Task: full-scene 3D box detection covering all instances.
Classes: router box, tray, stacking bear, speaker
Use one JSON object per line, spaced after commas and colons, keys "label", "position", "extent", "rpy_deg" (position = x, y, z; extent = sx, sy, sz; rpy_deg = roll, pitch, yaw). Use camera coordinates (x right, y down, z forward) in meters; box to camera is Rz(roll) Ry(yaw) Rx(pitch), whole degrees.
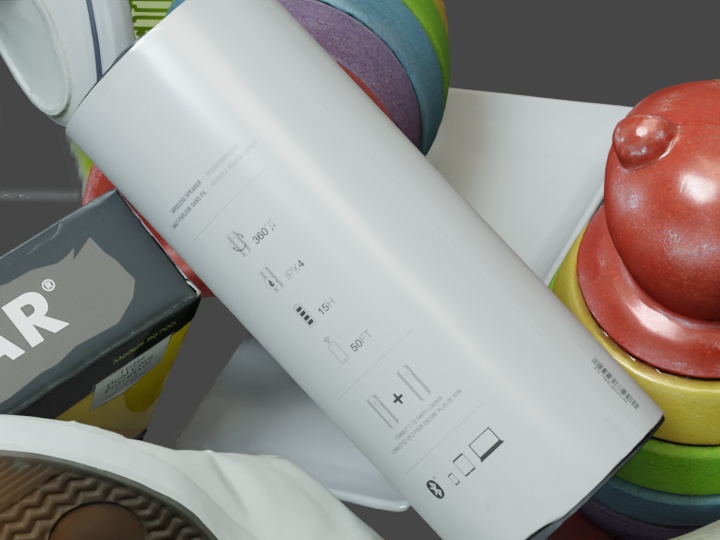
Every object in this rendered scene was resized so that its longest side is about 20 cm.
{"label": "router box", "position": [-0.154, 0.069, 0.972], "extent": [0.200, 0.149, 0.051], "rpy_deg": [-34, 77, -23]}
{"label": "tray", "position": [0.022, 0.010, 1.087], "extent": [0.107, 0.022, 0.200], "rpy_deg": [9, 50, 33]}
{"label": "stacking bear", "position": [0.112, 0.013, 0.992], "extent": [0.121, 0.200, 0.114], "rpy_deg": [15, 55, 9]}
{"label": "speaker", "position": [0.000, 0.000, 0.939], "extent": [0.200, 0.081, 0.081], "rpy_deg": [46, 63, 3]}
{"label": "stacking bear", "position": [-0.017, -0.082, 1.097], "extent": [0.121, 0.114, 0.200], "rpy_deg": [12, 37, 5]}

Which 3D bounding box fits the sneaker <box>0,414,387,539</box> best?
{"label": "sneaker", "position": [-0.061, 0.087, 0.953], "extent": [0.200, 0.073, 0.085], "rpy_deg": [29, 20, -33]}

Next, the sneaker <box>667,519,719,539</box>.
{"label": "sneaker", "position": [0.090, 0.146, 0.944], "extent": [0.200, 0.077, 0.112], "rpy_deg": [-13, 95, -28]}

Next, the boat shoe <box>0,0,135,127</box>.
{"label": "boat shoe", "position": [-0.150, -0.137, 1.115], "extent": [0.067, 0.200, 0.073], "rpy_deg": [-33, 18, -37]}
